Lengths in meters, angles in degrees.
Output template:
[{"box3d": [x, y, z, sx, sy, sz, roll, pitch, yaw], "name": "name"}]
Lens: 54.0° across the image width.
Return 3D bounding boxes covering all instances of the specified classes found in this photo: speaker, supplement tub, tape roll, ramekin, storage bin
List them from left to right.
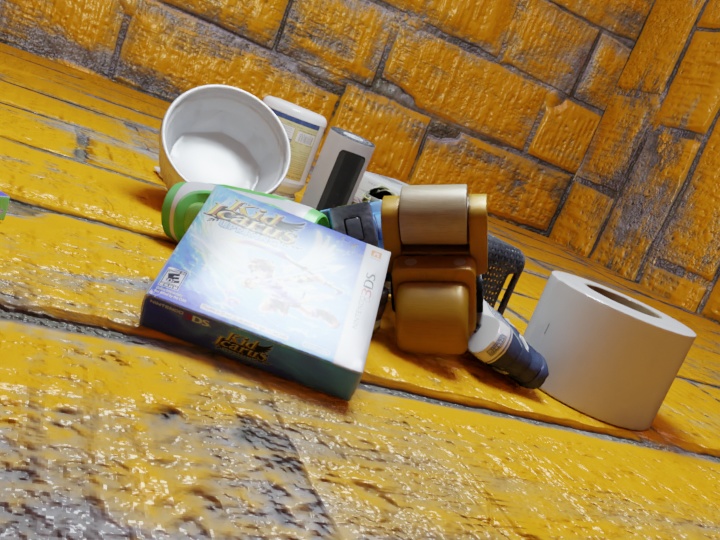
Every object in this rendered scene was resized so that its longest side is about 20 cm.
[{"box3d": [-0.220, -0.177, 1.104, 0.200, 0.201, 0.105, 17, -26, -20], "name": "ramekin"}, {"box3d": [-0.144, -0.055, 0.885, 0.199, 0.089, 0.088, 14, 10, 15], "name": "speaker"}, {"box3d": [-0.167, -0.249, 1.482, 0.144, 0.201, 0.144, 21, 12, -5], "name": "supplement tub"}, {"box3d": [-0.050, -0.128, 1.159, 0.081, 0.200, 0.081, 22, 17, -7], "name": "speaker"}, {"box3d": [0.145, -0.008, 1.127, 0.094, 0.136, 0.200, 13, 15, -38], "name": "storage bin"}, {"box3d": [0.325, 0.102, 0.955, 0.202, 0.140, 0.203, 22, 12, -5], "name": "tape roll"}]

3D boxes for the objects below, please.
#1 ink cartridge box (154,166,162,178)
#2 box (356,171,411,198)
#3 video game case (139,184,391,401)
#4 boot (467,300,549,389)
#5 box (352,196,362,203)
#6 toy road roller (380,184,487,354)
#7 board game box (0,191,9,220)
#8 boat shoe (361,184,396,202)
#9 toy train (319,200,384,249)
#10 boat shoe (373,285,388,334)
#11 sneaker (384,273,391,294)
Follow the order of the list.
[{"box3d": [-0.281, -0.171, 1.257, 0.116, 0.068, 0.200, 11, 16, -38], "name": "ink cartridge box"}, {"box3d": [0.076, -0.110, 1.468, 0.200, 0.131, 0.199, 29, 14, 27], "name": "box"}, {"box3d": [-0.080, 0.013, 0.679, 0.199, 0.046, 0.182, 21, 38, -4], "name": "video game case"}, {"box3d": [0.175, 0.095, 0.933, 0.090, 0.073, 0.200, 38, 8, -12], "name": "boot"}, {"box3d": [0.045, -0.058, 1.261, 0.199, 0.100, 0.075, 20, 12, -12], "name": "box"}, {"box3d": [0.089, 0.010, 0.839, 0.122, 0.200, 0.146, 0, 38, 10], "name": "toy road roller"}, {"box3d": [-0.465, -0.089, 0.670, 0.134, 0.029, 0.200, 26, 13, 25], "name": "board game box"}, {"box3d": [0.033, -0.099, 1.117, 0.072, 0.060, 0.202, 28, 17, 1], "name": "boat shoe"}, {"box3d": [0.034, -0.057, 0.954, 0.199, 0.087, 0.114, -11, -1, -6], "name": "toy train"}, {"box3d": [-0.062, 0.017, 0.820, 0.200, 0.066, 0.072, 18, 14, -14], "name": "boat shoe"}, {"box3d": [0.000, 0.000, 1.040, 0.199, 0.076, 0.077, 14, -26, 3], "name": "sneaker"}]
